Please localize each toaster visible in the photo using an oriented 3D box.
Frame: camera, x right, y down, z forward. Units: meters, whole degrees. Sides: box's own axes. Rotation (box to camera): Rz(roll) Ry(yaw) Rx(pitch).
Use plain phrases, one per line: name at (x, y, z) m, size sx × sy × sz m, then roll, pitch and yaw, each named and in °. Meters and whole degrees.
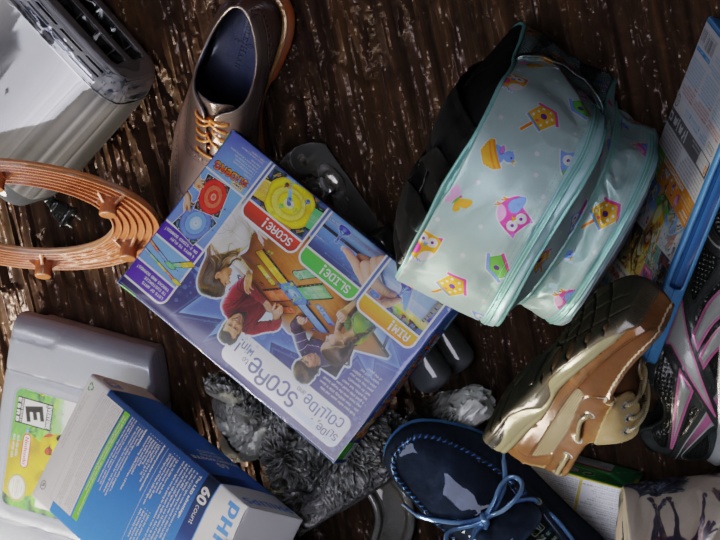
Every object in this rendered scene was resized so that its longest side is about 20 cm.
toaster at (-0.238, -0.141, 1.749) m, size 0.129 × 0.114 × 0.200 m, roll -43°, pitch 85°, yaw 19°

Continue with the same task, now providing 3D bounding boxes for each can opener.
can opener at (0.000, 0.000, 1.743) m, size 0.201 × 0.053 × 0.067 m, roll 56°, pitch 141°, yaw 0°

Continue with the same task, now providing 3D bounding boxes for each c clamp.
c clamp at (-0.051, 0.214, 1.811) m, size 0.170 × 0.027 × 0.201 m, roll 26°, pitch 109°, yaw 12°

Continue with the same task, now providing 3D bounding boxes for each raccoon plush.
raccoon plush at (-0.014, 0.091, 1.727) m, size 0.199 × 0.097 × 0.135 m, roll -32°, pitch 84°, yaw 10°

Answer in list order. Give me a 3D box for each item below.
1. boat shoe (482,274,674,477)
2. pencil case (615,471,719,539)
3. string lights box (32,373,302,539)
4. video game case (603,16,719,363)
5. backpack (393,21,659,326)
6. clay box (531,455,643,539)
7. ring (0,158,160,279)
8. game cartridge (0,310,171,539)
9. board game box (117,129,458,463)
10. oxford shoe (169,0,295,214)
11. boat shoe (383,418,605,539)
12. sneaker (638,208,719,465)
boat shoe at (0.152, 0.072, 1.563) m, size 0.074 × 0.076 × 0.200 m, roll 35°, pitch 146°, yaw -3°
pencil case at (0.262, 0.177, 1.639) m, size 0.198 × 0.078 × 0.090 m, roll -6°, pitch 88°, yaw -3°
string lights box at (-0.139, 0.166, 1.715) m, size 0.200 × 0.059 × 0.103 m, roll 35°, pitch 101°, yaw 43°
video game case at (0.212, -0.055, 1.605) m, size 0.018 × 0.143 × 0.201 m, roll 17°, pitch 108°, yaw -10°
backpack at (0.105, -0.051, 1.608) m, size 0.153 × 0.200 × 0.176 m, roll 33°, pitch 109°, yaw 5°
clay box at (0.125, 0.228, 1.744) m, size 0.114 × 0.048 × 0.201 m, roll 15°, pitch 107°, yaw 14°
ring at (-0.241, -0.033, 1.739) m, size 0.199 × 0.200 × 0.019 m, roll -4°, pitch 69°, yaw 19°
game cartridge at (-0.211, 0.141, 1.844) m, size 0.132 × 0.040 × 0.201 m, roll 13°, pitch 106°, yaw 11°
board game box at (-0.050, 0.018, 1.676) m, size 0.200 × 0.034 × 0.136 m, roll 40°, pitch 95°, yaw 12°
oxford shoe at (-0.104, -0.105, 1.733) m, size 0.071 × 0.073 × 0.201 m, roll 18°, pitch 107°, yaw 13°
boat shoe at (0.105, 0.168, 1.649) m, size 0.199 × 0.069 × 0.084 m, roll 30°, pitch 108°, yaw -11°
sneaker at (0.220, 0.040, 1.648) m, size 0.086 × 0.080 × 0.202 m, roll 0°, pitch 101°, yaw 8°
